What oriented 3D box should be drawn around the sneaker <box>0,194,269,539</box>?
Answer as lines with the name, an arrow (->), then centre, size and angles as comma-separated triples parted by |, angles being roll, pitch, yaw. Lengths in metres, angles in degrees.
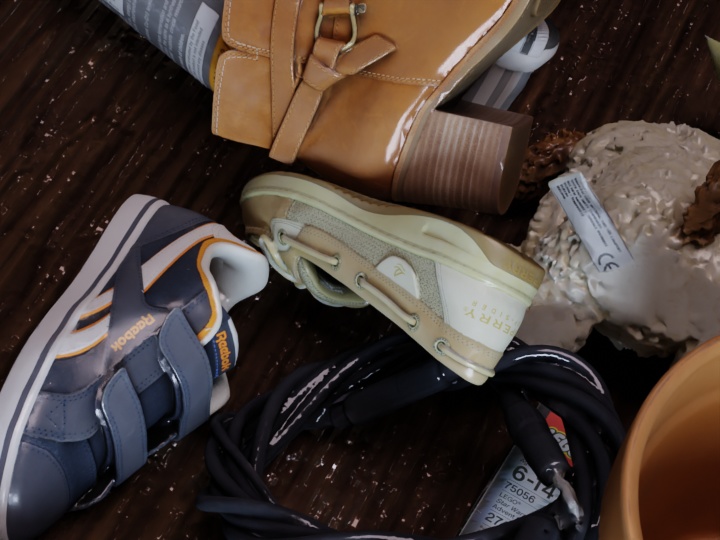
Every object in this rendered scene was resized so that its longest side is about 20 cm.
sneaker -> -0.105, 0.046, 0.887 | 0.079, 0.079, 0.200 | 16, 51, 12

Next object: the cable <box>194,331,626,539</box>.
cable -> 0.019, 0.082, 0.870 | 0.199, 0.051, 0.163 | 16, 53, 35

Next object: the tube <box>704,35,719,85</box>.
tube -> 0.226, -0.069, 0.997 | 0.052, 0.058, 0.200 | 12, 14, -15

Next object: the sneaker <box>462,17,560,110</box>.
sneaker -> 0.044, -0.110, 1.043 | 0.075, 0.116, 0.200 | 26, 17, -9

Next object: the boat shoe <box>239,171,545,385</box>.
boat shoe -> 0.002, 0.001, 0.916 | 0.073, 0.200, 0.063 | 27, 84, -43

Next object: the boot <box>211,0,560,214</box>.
boot -> 0.015, -0.134, 0.911 | 0.154, 0.074, 0.201 | 16, 94, 15

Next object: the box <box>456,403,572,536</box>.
box -> 0.134, 0.165, 0.888 | 0.200, 0.040, 0.137 | 31, 53, 7

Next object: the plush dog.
plush dog -> 0.150, -0.022, 0.981 | 0.199, 0.161, 0.172 | 20, 27, -3

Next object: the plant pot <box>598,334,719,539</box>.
plant pot -> 0.179, 0.139, 0.796 | 0.199, 0.140, 0.201 | 8, 55, -11

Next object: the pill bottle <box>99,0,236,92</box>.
pill bottle -> -0.096, -0.183, 1.027 | 0.200, 0.117, 0.116 | 39, 56, 12
